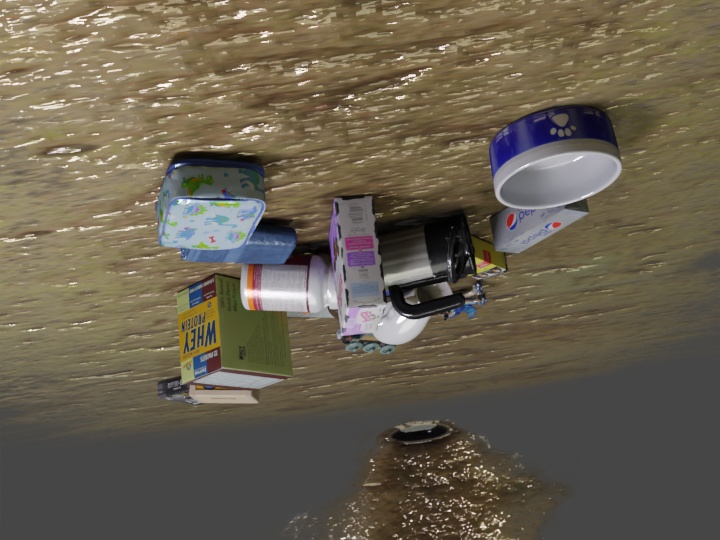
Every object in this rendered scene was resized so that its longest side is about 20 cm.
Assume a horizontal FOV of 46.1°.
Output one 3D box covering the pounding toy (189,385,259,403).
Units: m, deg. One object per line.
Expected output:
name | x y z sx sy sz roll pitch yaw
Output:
pounding toy | -0.312 0.223 2.084 0.197 0.187 0.142 0 162 5

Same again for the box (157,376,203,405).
box | -0.491 0.360 2.559 0.156 0.050 0.200 -16 159 22

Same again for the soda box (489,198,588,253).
soda box | 0.325 -0.100 1.555 0.063 0.069 0.200 5 156 -30

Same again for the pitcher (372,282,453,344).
pitcher | 0.092 0.096 1.921 0.170 0.123 0.200 -13 163 -43

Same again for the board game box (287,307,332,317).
board game box | -0.074 0.064 1.927 0.197 0.026 0.200 3 158 -28

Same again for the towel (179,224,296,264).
towel | -0.218 -0.052 1.514 0.197 0.049 0.112 2 158 -24

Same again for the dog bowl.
dog bowl | 0.303 -0.173 1.327 0.197 0.080 0.200 -6 161 -2

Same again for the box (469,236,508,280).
box | 0.226 -0.029 1.742 0.075 0.051 0.199 -19 157 32

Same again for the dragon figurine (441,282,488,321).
dragon figurine | 0.249 0.085 2.058 0.098 0.060 0.200 -5 159 -6

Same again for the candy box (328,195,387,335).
candy box | -0.007 -0.005 1.494 0.070 0.203 0.168 -5 160 -8

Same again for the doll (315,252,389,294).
doll | 0.000 0.000 1.705 0.197 0.049 0.137 14 132 -14

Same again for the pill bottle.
pill bottle | -0.124 0.025 1.624 0.197 0.111 0.110 2 161 4

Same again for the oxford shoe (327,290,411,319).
oxford shoe | 0.023 0.055 1.835 0.197 0.073 0.085 -13 143 0

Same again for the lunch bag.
lunch bag | -0.233 -0.099 1.322 0.158 0.084 0.200 1 159 -20

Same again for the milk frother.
milk frother | 0.110 -0.025 1.543 0.185 0.183 0.201 -13 147 12

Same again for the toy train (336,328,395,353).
toy train | 0.038 0.154 2.151 0.198 0.086 0.114 8 144 -33

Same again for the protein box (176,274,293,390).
protein box | -0.267 0.137 1.795 0.134 0.201 0.199 -23 156 36
